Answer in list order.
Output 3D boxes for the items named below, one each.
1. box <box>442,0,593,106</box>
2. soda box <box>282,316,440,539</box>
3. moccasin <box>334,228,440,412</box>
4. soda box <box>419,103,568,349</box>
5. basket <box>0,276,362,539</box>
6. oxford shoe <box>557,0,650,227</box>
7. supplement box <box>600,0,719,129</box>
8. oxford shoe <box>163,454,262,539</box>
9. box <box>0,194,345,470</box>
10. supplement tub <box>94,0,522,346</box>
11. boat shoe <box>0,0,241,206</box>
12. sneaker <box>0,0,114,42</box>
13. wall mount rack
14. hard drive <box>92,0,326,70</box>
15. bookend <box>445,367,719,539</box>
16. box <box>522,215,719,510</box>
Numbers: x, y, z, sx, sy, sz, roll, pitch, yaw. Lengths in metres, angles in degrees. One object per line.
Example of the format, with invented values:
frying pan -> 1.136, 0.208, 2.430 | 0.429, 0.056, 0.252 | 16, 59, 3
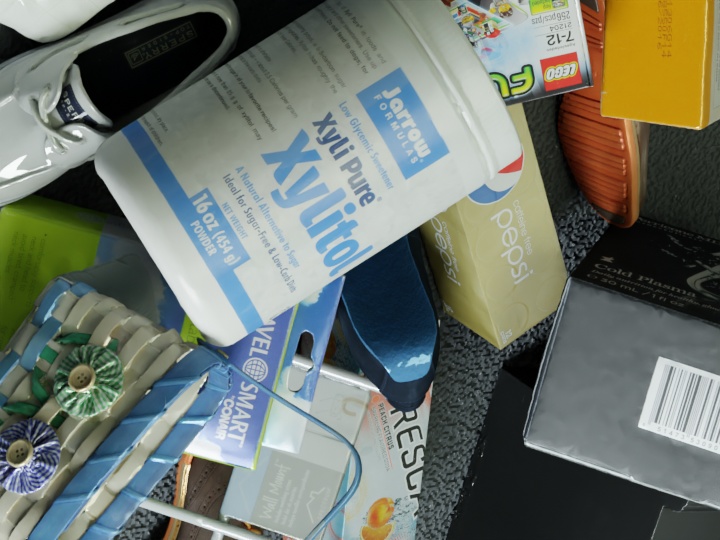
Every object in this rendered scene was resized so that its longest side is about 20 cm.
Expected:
box -> 0.032, -0.139, 1.560 | 0.200, 0.035, 0.110 | -14, 126, 2
soda box -> -0.001, 0.112, 1.709 | 0.063, 0.068, 0.200 | -12, 119, -34
moccasin -> 0.000, 0.000, 1.582 | 0.080, 0.200, 0.068 | -6, 139, -2
soda box -> 0.074, -0.050, 1.687 | 0.068, 0.064, 0.200 | -34, 130, -20
basket -> -0.123, 0.115, 1.423 | 0.176, 0.200, 0.139 | -53, 175, -5
oxford shoe -> 0.175, -0.122, 1.727 | 0.073, 0.071, 0.200 | -28, 128, -31
supplement box -> 0.225, -0.175, 1.674 | 0.200, 0.073, 0.126 | -28, 122, -56
oxford shoe -> -0.079, 0.159, 1.660 | 0.071, 0.073, 0.200 | 13, 104, -42
box -> -0.119, 0.037, 1.514 | 0.200, 0.048, 0.122 | 14, 108, -3
supplement tub -> -0.029, -0.062, 1.415 | 0.200, 0.132, 0.132 | -33, 131, -3
boat shoe -> -0.156, -0.096, 1.440 | 0.200, 0.065, 0.074 | -35, 102, 2
sneaker -> -0.150, -0.217, 1.415 | 0.115, 0.074, 0.200 | 24, 106, -45
wall mount rack -> -0.067, 0.100, 1.588 | 0.075, 0.173, 0.200 | 98, 10, -82
hard drive -> -0.058, -0.107, 1.502 | 0.200, 0.042, 0.135 | 24, 98, -9
bookend -> 0.159, 0.196, 1.796 | 0.092, 0.200, 0.199 | 3, 110, -40
box -> 0.231, 0.063, 1.729 | 0.197, 0.200, 0.124 | -41, 147, -71
